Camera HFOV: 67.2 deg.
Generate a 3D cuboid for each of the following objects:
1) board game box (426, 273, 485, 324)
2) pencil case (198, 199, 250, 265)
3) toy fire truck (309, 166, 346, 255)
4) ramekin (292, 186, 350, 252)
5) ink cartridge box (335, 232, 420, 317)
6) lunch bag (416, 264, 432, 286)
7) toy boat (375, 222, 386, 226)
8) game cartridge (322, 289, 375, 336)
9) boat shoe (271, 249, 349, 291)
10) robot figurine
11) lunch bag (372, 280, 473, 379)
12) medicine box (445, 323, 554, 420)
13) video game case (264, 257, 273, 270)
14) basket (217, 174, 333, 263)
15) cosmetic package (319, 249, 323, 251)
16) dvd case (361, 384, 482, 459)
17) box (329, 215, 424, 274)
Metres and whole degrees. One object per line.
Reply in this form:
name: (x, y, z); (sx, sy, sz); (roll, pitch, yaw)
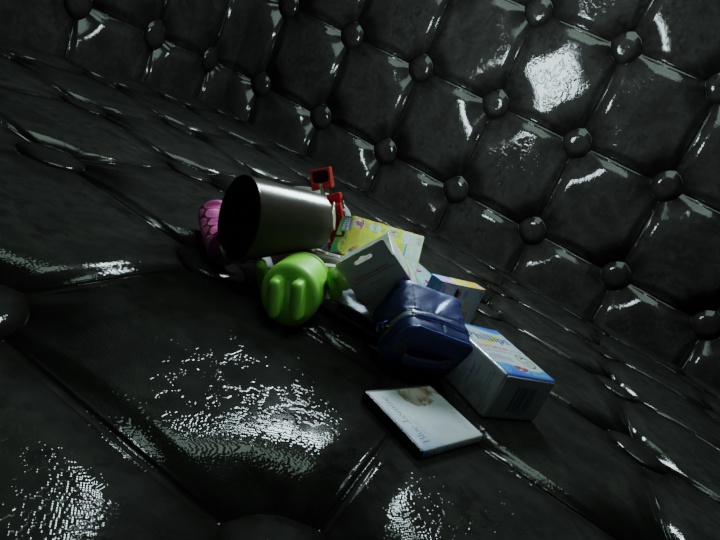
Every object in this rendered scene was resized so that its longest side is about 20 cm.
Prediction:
board game box: (0.214, 0.097, 1.333); (0.196, 0.157, 0.040); (11, 18, -47)
pencil case: (-0.300, -0.088, 1.179); (0.092, 0.093, 0.201); (55, -3, -37)
toy fire truck: (-0.066, -0.129, 1.247); (0.047, 0.208, 0.141); (-8, 6, 9)
ramekin: (-0.128, -0.120, 1.416); (0.193, 0.109, 0.201); (14, -20, 5)
ink cartridge box: (0.038, 0.007, 1.081); (0.201, 0.114, 0.069); (54, 18, -40)
lunch bag: (0.096, 0.041, 1.386); (0.194, 0.126, 0.171); (8, 23, -32)
toy boat: (0.053, -0.052, 1.304); (0.126, 0.134, 0.202); (-18, 35, -3)
game cartridge: (0.010, 0.081, 1.200); (0.196, 0.041, 0.134); (31, 28, -6)
boat shoe: (-0.097, -0.012, 1.162); (0.193, 0.074, 0.060); (14, 31, 16)
robot figurine: (-0.121, 0.032, 1.036); (0.168, 0.121, 0.200); (4, 13, 8)
lunch bag: (0.117, 0.125, 1.063); (0.194, 0.137, 0.135); (17, 39, -26)
medicine box: (0.276, 0.212, 1.156); (0.178, 0.106, 0.200); (15, 19, -38)
video game case: (-0.147, 0.013, 1.245); (0.177, 0.023, 0.200); (19, 16, -29)
basket: (-0.161, -0.099, 1.076); (0.196, 0.182, 0.138); (-4, 52, -45)
cosmetic package: (-0.092, -0.012, 1.281); (0.194, 0.052, 0.083); (24, 14, -13)
dvd case: (0.107, 0.247, 0.912); (0.196, 0.018, 0.142); (9, 24, -49)
box: (0.036, -0.046, 1.199); (0.193, 0.049, 0.120); (18, 53, 3)
